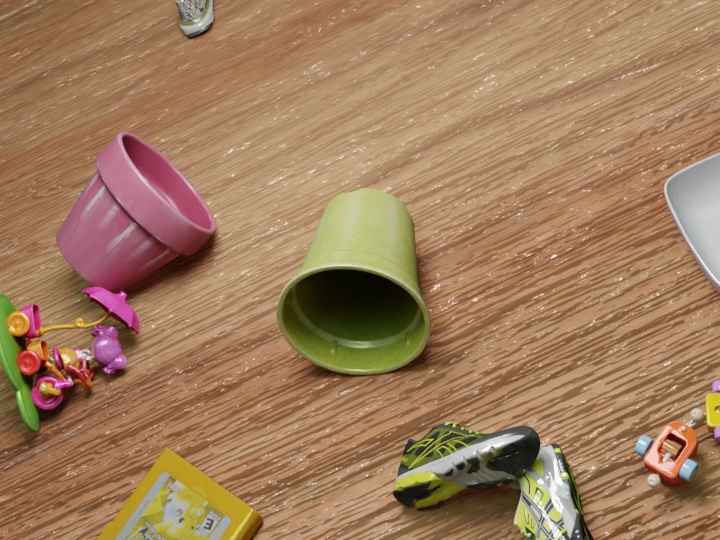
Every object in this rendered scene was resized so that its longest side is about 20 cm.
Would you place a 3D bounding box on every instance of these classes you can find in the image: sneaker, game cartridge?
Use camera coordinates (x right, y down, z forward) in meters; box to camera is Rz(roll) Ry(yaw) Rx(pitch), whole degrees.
[{"bbox_3d":[0.116,0.208,1.153,0.198,0.074,0.086,-26,42,29],"label":"sneaker"},{"bbox_3d":[-0.305,-0.525,1.807,0.076,0.089,0.203,-14,54,10],"label":"sneaker"},{"bbox_3d":[-0.243,0.347,1.243,0.175,0.033,0.201,25,68,31],"label":"game cartridge"},{"bbox_3d":[0.214,0.293,1.099,0.075,0.076,0.202,-21,43,14],"label":"sneaker"}]

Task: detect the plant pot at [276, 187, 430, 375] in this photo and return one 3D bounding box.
[{"bbox_3d":[0.000,0.000,1.304,0.197,0.202,0.186,-6,44,15],"label":"plant pot"}]

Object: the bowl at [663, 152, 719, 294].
[{"bbox_3d":[0.494,-0.056,1.221,0.197,0.075,0.202,-22,52,5],"label":"bowl"}]

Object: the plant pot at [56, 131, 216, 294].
[{"bbox_3d":[-0.342,-0.071,1.467,0.179,0.200,0.201,-42,53,8],"label":"plant pot"}]

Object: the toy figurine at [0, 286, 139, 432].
[{"bbox_3d":[-0.402,0.106,1.408,0.181,0.150,0.204,-15,85,-6],"label":"toy figurine"}]

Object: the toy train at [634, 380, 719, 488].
[{"bbox_3d":[0.414,0.209,1.090,0.198,0.056,0.151,23,69,34],"label":"toy train"}]
